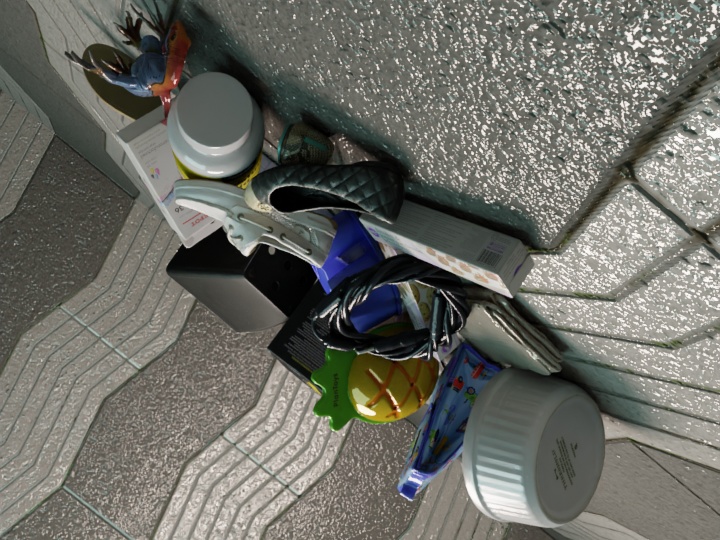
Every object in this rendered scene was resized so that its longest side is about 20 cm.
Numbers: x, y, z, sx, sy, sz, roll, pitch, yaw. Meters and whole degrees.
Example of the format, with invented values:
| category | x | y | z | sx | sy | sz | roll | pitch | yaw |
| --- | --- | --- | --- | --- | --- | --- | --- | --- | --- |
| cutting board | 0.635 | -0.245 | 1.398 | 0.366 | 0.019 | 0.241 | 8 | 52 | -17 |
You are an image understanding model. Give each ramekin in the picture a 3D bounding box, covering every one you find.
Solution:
| category | x | y | z | sx | sy | sz | roll | pitch | yaw |
| --- | --- | --- | --- | --- | --- | --- | --- | --- | --- |
| ramekin | 0.227 | 0.225 | 0.904 | 0.094 | 0.204 | 0.202 | 4 | 146 | 49 |

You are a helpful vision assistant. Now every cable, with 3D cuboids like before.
| category | x | y | z | sx | sy | sz | roll | pitch | yaw |
| --- | --- | --- | --- | --- | --- | --- | --- | --- | --- |
| cable | 0.044 | 0.052 | 0.820 | 0.162 | 0.051 | 0.200 | 27 | 136 | -21 |

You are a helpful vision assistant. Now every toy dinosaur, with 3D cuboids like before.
| category | x | y | z | sx | sy | sz | roll | pitch | yaw |
| --- | --- | --- | --- | --- | --- | --- | --- | --- | --- |
| toy dinosaur | -0.215 | -0.226 | 0.780 | 0.181 | 0.106 | 0.199 | 35 | -178 | 36 |

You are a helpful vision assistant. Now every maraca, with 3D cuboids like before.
| category | x | y | z | sx | sy | sz | roll | pitch | yaw |
| --- | --- | --- | --- | --- | --- | --- | --- | --- | --- |
| maraca | 0.023 | 0.142 | 0.957 | 0.106 | 0.197 | 0.140 | 14 | 111 | 57 |

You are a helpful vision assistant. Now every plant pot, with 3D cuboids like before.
| category | x | y | z | sx | sy | sz | roll | pitch | yaw |
| --- | --- | --- | --- | --- | --- | --- | --- | --- | --- |
| plant pot | -0.177 | -0.015 | 1.255 | 0.176 | 0.202 | 0.200 | 5 | 148 | 46 |

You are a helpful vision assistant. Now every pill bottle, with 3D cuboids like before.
| category | x | y | z | sx | sy | sz | roll | pitch | yaw |
| --- | --- | --- | --- | --- | --- | --- | --- | --- | --- |
| pill bottle | -0.168 | -0.155 | 0.842 | 0.111 | 0.112 | 0.200 | 38 | 169 | -3 |

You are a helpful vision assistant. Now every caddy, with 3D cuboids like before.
| category | x | y | z | sx | sy | sz | roll | pitch | yaw |
| --- | --- | --- | --- | --- | --- | --- | --- | --- | --- |
| caddy | 0.000 | 0.000 | 0.951 | 0.142 | 0.104 | 0.200 | 57 | 174 | 19 |

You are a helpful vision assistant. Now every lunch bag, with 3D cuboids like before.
| category | x | y | z | sx | sy | sz | roll | pitch | yaw |
| --- | --- | --- | --- | --- | --- | --- | --- | --- | --- |
| lunch bag | 0.114 | 0.225 | 0.977 | 0.093 | 0.201 | 0.151 | 32 | 154 | 8 |

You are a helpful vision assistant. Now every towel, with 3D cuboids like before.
| category | x | y | z | sx | sy | sz | roll | pitch | yaw |
| --- | --- | --- | --- | --- | --- | --- | --- | --- | --- |
| towel | 0.161 | 0.069 | 0.890 | 0.132 | 0.035 | 0.200 | 43 | 169 | -13 |

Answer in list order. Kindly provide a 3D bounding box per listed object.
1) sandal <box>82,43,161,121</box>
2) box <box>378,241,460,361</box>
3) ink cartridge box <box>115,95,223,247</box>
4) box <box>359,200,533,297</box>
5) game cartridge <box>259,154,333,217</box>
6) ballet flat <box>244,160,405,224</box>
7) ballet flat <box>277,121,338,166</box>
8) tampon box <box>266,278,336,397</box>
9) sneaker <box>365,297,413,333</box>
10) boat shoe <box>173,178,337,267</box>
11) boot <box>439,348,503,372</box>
| category | x | y | z | sx | sy | sz | roll | pitch | yaw |
| --- | --- | --- | --- | --- | --- | --- | --- | --- | --- |
| sandal | -0.318 | -0.241 | 1.061 | 0.210 | 0.078 | 0.070 | 35 | 163 | -8 |
| box | 0.074 | 0.028 | 0.871 | 0.039 | 0.041 | 0.201 | 38 | 159 | 47 |
| ink cartridge box | -0.237 | -0.129 | 1.010 | 0.067 | 0.116 | 0.202 | 34 | 154 | 52 |
| box | 0.079 | -0.030 | 0.706 | 0.199 | 0.042 | 0.039 | 25 | 163 | 47 |
| game cartridge | -0.106 | -0.100 | 1.055 | 0.199 | 0.041 | 0.133 | 41 | 172 | -13 |
| ballet flat | -0.046 | -0.076 | 0.738 | 0.197 | 0.058 | 0.066 | 0 | 162 | 34 |
| ballet flat | -0.061 | -0.109 | 0.830 | 0.074 | 0.069 | 0.200 | 23 | 167 | -4 |
| tampon box | -0.037 | 0.107 | 1.221 | 0.125 | 0.201 | 0.150 | 33 | 168 | 19 |
| sneaker | 0.060 | 0.087 | 1.066 | 0.087 | 0.076 | 0.199 | 36 | 153 | -28 |
| boat shoe | -0.128 | -0.052 | 0.839 | 0.197 | 0.070 | 0.071 | 16 | 173 | -6 |
| boot | 0.194 | 0.183 | 1.161 | 0.201 | 0.069 | 0.174 | 51 | 167 | -8 |
